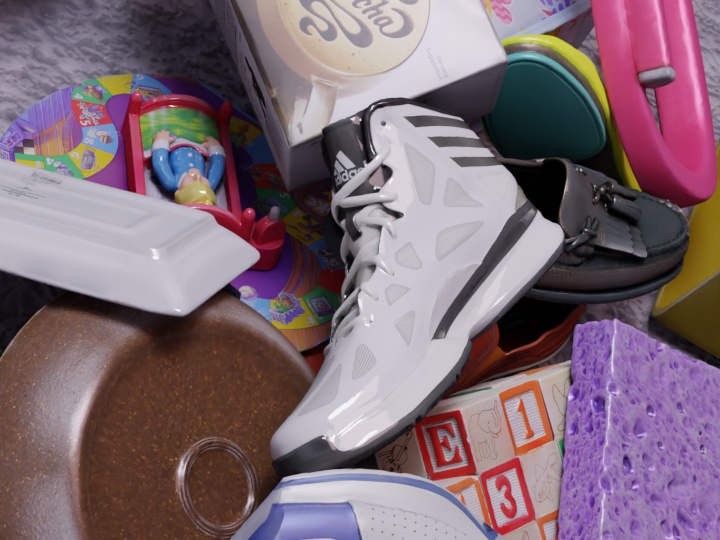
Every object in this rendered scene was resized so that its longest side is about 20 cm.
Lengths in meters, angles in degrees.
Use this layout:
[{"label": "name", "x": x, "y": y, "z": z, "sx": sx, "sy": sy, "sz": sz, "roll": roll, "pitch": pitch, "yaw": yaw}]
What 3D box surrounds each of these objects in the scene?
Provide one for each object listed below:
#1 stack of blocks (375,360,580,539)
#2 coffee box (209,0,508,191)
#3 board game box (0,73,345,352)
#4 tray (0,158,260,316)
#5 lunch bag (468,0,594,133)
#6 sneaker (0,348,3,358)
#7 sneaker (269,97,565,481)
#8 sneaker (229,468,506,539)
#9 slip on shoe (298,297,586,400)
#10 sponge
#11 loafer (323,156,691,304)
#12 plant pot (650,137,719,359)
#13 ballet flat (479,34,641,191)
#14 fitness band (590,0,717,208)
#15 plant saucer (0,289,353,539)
[{"label": "stack of blocks", "x": 0.047, "y": 0.117, "z": 0.807, "sx": 0.199, "sy": 0.058, "sz": 0.116, "roll": -16, "pitch": 90, "yaw": -46}, {"label": "coffee box", "x": -0.021, "y": -0.157, "z": 0.886, "sx": 0.112, "sy": 0.080, "sz": 0.201, "roll": -21, "pitch": 79, "yaw": -7}, {"label": "board game box", "x": -0.079, "y": -0.044, "z": 0.901, "sx": 0.199, "sy": 0.039, "sz": 0.158, "roll": 37, "pitch": 45, "yaw": 15}, {"label": "tray", "x": -0.150, "y": -0.027, "z": 0.807, "sx": 0.198, "sy": 0.022, "sz": 0.107, "roll": 15, "pitch": 17, "yaw": 12}, {"label": "lunch bag", "x": 0.018, "y": -0.154, "z": 1.009, "sx": 0.170, "sy": 0.127, "sz": 0.200, "roll": 47, "pitch": 38, "yaw": 9}, {"label": "sneaker", "x": -0.194, "y": 0.036, "z": 0.765, "sx": 0.199, "sy": 0.071, "sz": 0.099, "roll": 12, "pitch": 72, "yaw": -19}, {"label": "sneaker", "x": 0.000, "y": 0.000, "z": 0.798, "sx": 0.116, "sy": 0.076, "sz": 0.201, "roll": 51, "pitch": 48, "yaw": -8}, {"label": "sneaker", "x": 0.043, "y": 0.153, "z": 0.661, "sx": 0.198, "sy": 0.081, "sz": 0.116, "roll": 24, "pitch": 30, "yaw": -24}, {"label": "slip on shoe", "x": 0.039, "y": 0.034, "z": 0.914, "sx": 0.199, "sy": 0.061, "sz": 0.074, "roll": -20, "pitch": 68, "yaw": -36}, {"label": "sponge", "x": 0.133, "y": 0.131, "z": 0.823, "sx": 0.111, "sy": 0.030, "sz": 0.202, "roll": 26, "pitch": 62, "yaw": -38}, {"label": "loafer", "x": 0.083, "y": -0.027, "z": 0.906, "sx": 0.198, "sy": 0.063, "sz": 0.072, "roll": 1, "pitch": 43, "yaw": -23}, {"label": "plant pot", "x": 0.313, "y": -0.023, "z": 1.030, "sx": 0.176, "sy": 0.200, "sz": 0.200, "roll": 41, "pitch": 45, "yaw": -9}, {"label": "ballet flat", "x": 0.112, "y": -0.071, "z": 0.977, "sx": 0.200, "sy": 0.066, "sz": 0.067, "roll": 53, "pitch": 33, "yaw": -44}, {"label": "fitness band", "x": 0.159, "y": -0.133, "z": 0.994, "sx": 0.143, "sy": 0.037, "sz": 0.202, "roll": 26, "pitch": 56, "yaw": -65}, {"label": "plant saucer", "x": -0.069, "y": 0.094, "z": 0.772, "sx": 0.199, "sy": 0.037, "sz": 0.202, "roll": 16, "pitch": 65, "yaw": -38}]
